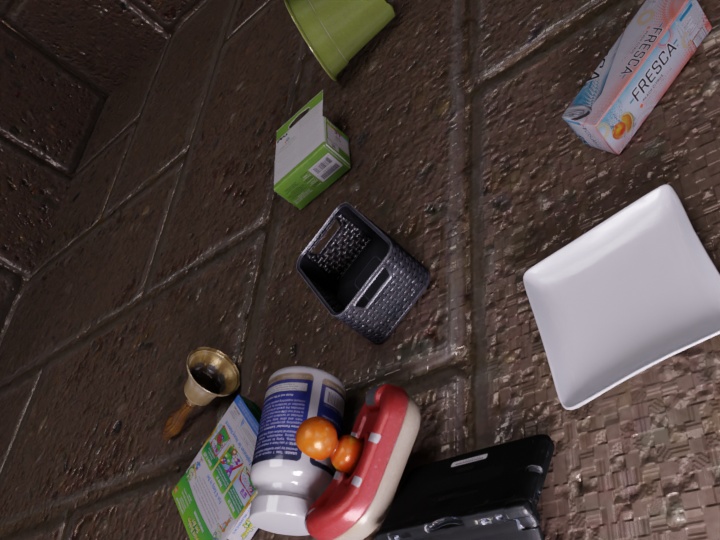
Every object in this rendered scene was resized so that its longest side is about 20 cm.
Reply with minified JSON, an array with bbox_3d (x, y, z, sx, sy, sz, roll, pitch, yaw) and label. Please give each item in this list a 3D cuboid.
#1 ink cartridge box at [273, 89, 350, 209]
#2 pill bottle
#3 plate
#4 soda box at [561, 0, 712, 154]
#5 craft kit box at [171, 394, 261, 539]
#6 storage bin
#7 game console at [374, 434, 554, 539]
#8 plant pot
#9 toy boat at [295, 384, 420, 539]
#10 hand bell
[{"bbox_3d":[-0.098,-0.245,1.465,0.147,0.075,0.202,-36,37,27],"label":"ink cartridge box"},{"bbox_3d":[-0.086,0.243,0.989,0.115,0.115,0.202,-24,43,37],"label":"pill bottle"},{"bbox_3d":[0.283,0.030,0.789,0.199,0.032,0.201,-35,39,27],"label":"plate"},{"bbox_3d":[0.348,-0.250,0.923,0.201,0.063,0.068,-54,34,1],"label":"soda box"},{"bbox_3d":[-0.199,0.324,1.127,0.198,0.048,0.200,-53,33,-1],"label":"craft kit box"},{"bbox_3d":[0.000,0.000,1.114,0.136,0.093,0.200,-51,34,5],"label":"storage bin"},{"bbox_3d":[0.125,0.289,0.775,0.199,0.117,0.176,-26,13,35],"label":"game console"},{"bbox_3d":[-0.031,-0.545,1.568,0.188,0.201,0.201,-30,38,11],"label":"plant pot"},{"bbox_3d":[-0.020,0.223,0.887,0.202,0.129,0.130,-66,9,-18],"label":"toy boat"},{"bbox_3d":[-0.307,0.242,1.318,0.201,0.103,0.105,-52,31,29],"label":"hand bell"}]
